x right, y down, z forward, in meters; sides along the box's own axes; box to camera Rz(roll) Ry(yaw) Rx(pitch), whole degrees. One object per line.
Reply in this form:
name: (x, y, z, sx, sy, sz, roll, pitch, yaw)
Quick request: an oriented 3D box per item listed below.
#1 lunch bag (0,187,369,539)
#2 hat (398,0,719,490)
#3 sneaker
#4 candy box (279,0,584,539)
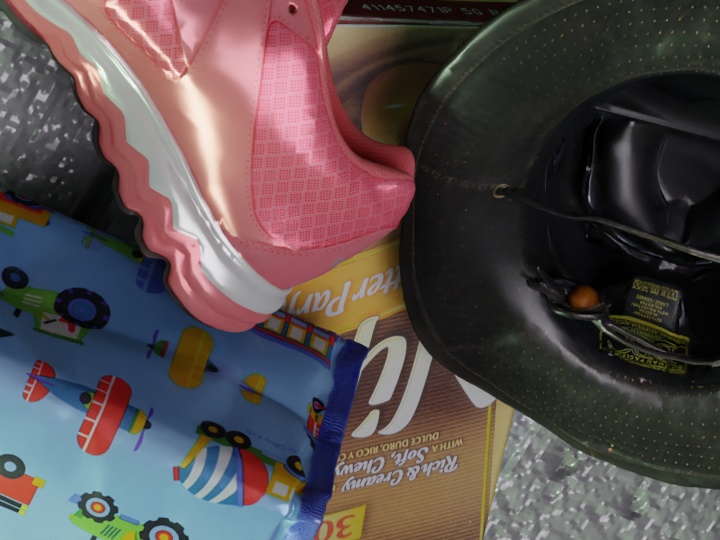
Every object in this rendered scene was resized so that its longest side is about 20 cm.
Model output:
lunch bag: (-0.109, 0.089, 0.902, 0.150, 0.094, 0.200, 24, 123, -6)
hat: (0.107, -0.029, 0.881, 0.200, 0.081, 0.201, 10, 132, 11)
sneaker: (-0.050, -0.083, 0.832, 0.087, 0.074, 0.200, -24, 111, 13)
candy box: (0.000, 0.000, 0.944, 0.115, 0.055, 0.200, -1, 117, -26)
